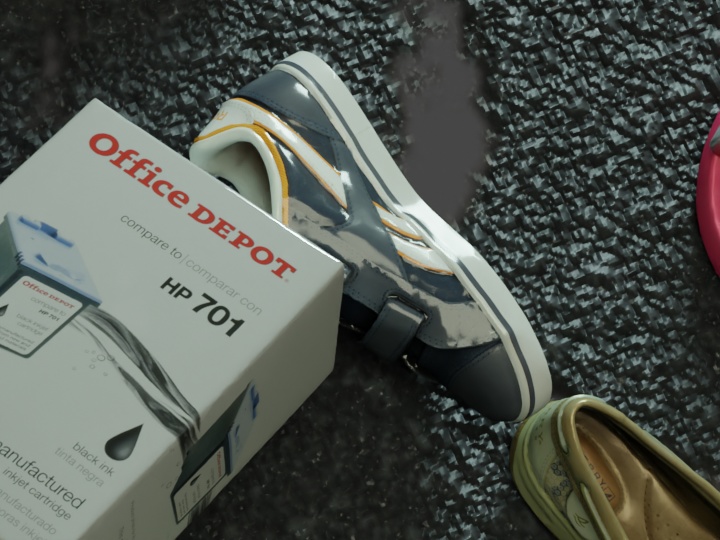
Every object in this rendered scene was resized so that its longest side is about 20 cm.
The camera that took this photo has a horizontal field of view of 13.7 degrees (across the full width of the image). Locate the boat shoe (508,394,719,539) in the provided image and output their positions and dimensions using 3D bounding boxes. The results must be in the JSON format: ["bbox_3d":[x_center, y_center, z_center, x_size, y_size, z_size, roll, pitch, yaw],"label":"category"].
[{"bbox_3d":[0.151,0.137,1.378,0.200,0.063,0.073,42,70,-4],"label":"boat shoe"}]

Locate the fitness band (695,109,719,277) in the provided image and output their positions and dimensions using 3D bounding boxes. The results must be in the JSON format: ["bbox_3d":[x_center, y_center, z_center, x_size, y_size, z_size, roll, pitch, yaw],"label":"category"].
[{"bbox_3d":[0.247,-0.057,1.465,0.143,0.037,0.200,39,72,-7],"label":"fitness band"}]

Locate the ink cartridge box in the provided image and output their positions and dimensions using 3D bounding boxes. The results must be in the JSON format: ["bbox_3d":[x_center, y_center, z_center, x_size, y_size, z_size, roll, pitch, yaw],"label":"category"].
[{"bbox_3d":[-0.122,0.044,1.272,0.146,0.086,0.200,33,59,18],"label":"ink cartridge box"}]

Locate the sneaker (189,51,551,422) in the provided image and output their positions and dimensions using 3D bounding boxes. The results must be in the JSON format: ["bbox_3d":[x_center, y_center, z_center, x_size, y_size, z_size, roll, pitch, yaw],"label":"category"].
[{"bbox_3d":[0.000,0.000,1.361,0.079,0.079,0.200,-34,77,-24],"label":"sneaker"}]
